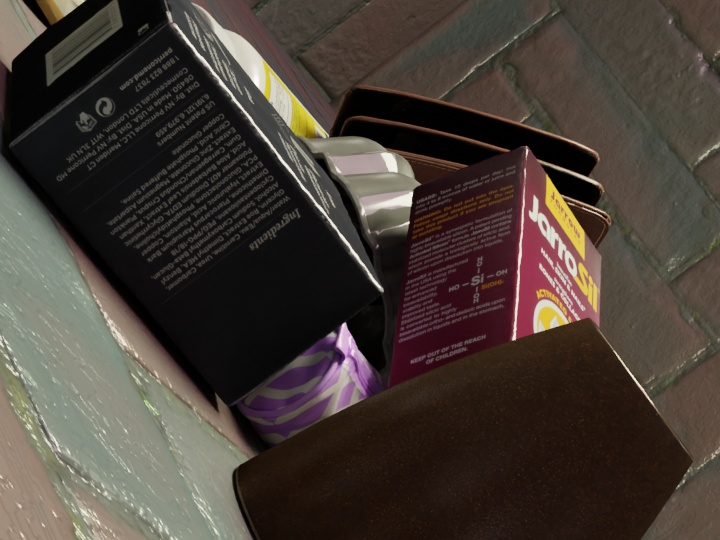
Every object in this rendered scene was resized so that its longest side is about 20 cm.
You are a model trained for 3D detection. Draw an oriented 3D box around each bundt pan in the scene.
[{"bbox_3d":[0.000,0.000,1.399,0.202,0.075,0.203,37,-45,51],"label":"bundt pan"}]

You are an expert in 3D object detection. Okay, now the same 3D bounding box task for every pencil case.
[{"bbox_3d":[0.007,0.110,1.242,0.200,0.085,0.084,47,43,-37],"label":"pencil case"}]

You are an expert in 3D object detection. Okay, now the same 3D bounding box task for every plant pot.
[{"bbox_3d":[0.069,0.122,1.083,0.187,0.200,0.187,54,5,-7],"label":"plant pot"}]

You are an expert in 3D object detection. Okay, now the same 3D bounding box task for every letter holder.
[{"bbox_3d":[0.078,-0.070,1.513,0.142,0.199,0.101,116,-13,-59],"label":"letter holder"}]

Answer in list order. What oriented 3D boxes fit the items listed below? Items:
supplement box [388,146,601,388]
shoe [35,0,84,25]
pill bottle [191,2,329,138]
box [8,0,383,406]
[{"bbox_3d":[0.085,0.037,1.249,0.110,0.085,0.201,51,31,-34],"label":"supplement box"},{"bbox_3d":[-0.205,-0.202,1.576,0.070,0.053,0.200,55,5,18],"label":"shoe"},{"bbox_3d":[-0.105,-0.111,1.545,0.114,0.114,0.200,57,6,36],"label":"pill bottle"},{"bbox_3d":[-0.100,-0.058,1.200,0.200,0.117,0.197,51,5,-20],"label":"box"}]
